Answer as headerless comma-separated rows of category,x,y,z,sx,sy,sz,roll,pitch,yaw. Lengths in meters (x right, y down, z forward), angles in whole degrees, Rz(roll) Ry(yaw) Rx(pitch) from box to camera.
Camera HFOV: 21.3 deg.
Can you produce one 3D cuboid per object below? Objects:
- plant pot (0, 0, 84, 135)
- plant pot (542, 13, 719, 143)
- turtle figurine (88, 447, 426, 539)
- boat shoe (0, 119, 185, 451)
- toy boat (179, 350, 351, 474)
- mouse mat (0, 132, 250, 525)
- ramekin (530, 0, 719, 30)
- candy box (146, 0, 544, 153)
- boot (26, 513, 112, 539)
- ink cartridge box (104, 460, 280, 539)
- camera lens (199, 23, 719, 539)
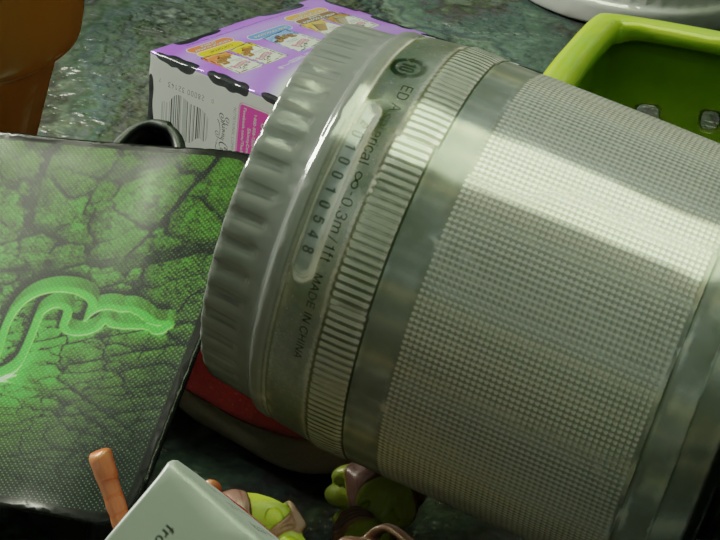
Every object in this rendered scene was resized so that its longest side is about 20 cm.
plant pot,-0.242,-0.091,0.978,0.198,0.185,0.201,5,26,-2
plant pot,0.166,0.009,0.872,0.198,0.183,0.199,14,28,15
turtle figurine,-0.002,0.115,0.686,0.200,0.064,0.161,45,17,1
boat shoe,-0.115,0.003,0.792,0.074,0.067,0.200,17,39,17
toy boat,0.000,0.000,0.910,0.130,0.132,0.199,25,32,32
mouse mat,-0.145,0.014,0.750,0.198,0.008,0.162,5,61,27
ramekin,0.220,-0.267,1.525,0.200,0.095,0.203,4,27,-2
candy box,-0.002,-0.092,1.158,0.199,0.072,0.167,24,31,32
boot,-0.212,0.073,0.794,0.198,0.066,0.165,-5,28,-22
ink cartridge box,0.007,0.153,0.518,0.200,0.083,0.146,39,-7,10
camera lens,0.060,0.011,0.706,0.198,0.161,0.160,23,30,12
